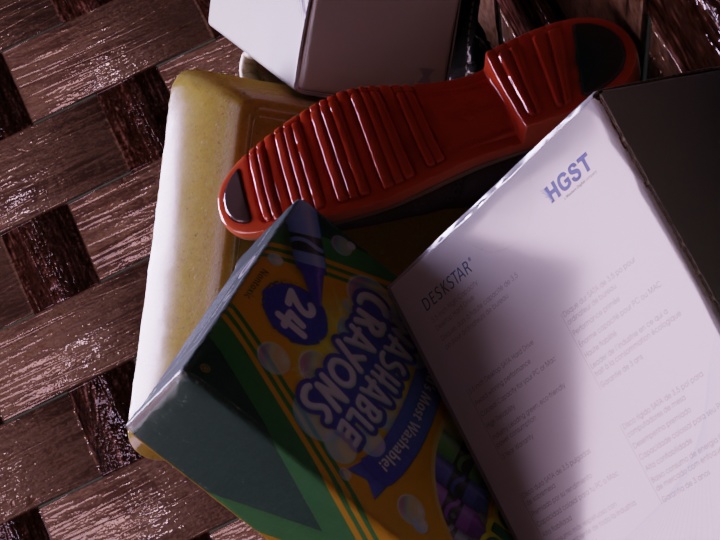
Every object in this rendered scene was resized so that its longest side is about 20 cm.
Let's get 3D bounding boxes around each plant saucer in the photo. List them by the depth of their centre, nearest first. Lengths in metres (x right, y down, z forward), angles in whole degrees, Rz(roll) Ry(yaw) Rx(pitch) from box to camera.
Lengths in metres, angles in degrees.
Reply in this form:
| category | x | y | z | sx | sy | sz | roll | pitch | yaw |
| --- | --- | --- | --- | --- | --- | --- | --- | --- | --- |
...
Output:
| category | x | y | z | sx | sy | sz | roll | pitch | yaw |
| --- | --- | --- | --- | --- | --- | --- | --- | --- | --- |
| plant saucer | 0.000 | 0.000 | 0.849 | 0.048 | 0.200 | 0.200 | 126 | 151 | -68 |

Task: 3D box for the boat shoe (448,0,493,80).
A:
| category | x | y | z | sx | sy | sz | roll | pitch | yaw |
| --- | --- | --- | --- | --- | --- | --- | --- | --- | --- |
| boat shoe | 0.044 | -0.117 | 0.965 | 0.075 | 0.062 | 0.200 | -112 | 31 | -55 |

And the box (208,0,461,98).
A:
| category | x | y | z | sx | sy | sz | roll | pitch | yaw |
| --- | --- | --- | --- | --- | --- | --- | --- | --- | --- |
| box | -0.019 | -0.141 | 0.939 | 0.200 | 0.082 | 0.068 | -138 | 55 | -65 |

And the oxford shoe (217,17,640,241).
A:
| category | x | y | z | sx | sy | sz | roll | pitch | yaw |
| --- | --- | --- | --- | --- | --- | --- | --- | --- | --- |
| oxford shoe | 0.035 | -0.046 | 0.806 | 0.073 | 0.200 | 0.071 | 66 | -171 | -52 |

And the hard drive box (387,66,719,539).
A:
| category | x | y | z | sx | sy | sz | roll | pitch | yaw |
| --- | --- | --- | --- | --- | --- | --- | --- | --- | --- |
| hard drive box | 0.116 | 0.049 | 0.681 | 0.156 | 0.077 | 0.200 | -43 | 68 | 48 |

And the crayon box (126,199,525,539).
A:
| category | x | y | z | sx | sy | sz | roll | pitch | yaw |
| --- | --- | --- | --- | --- | --- | --- | --- | --- | --- |
| crayon box | 0.017 | 0.077 | 0.741 | 0.200 | 0.052 | 0.126 | 40 | -140 | -8 |

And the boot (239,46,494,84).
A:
| category | x | y | z | sx | sy | sz | roll | pitch | yaw |
| --- | --- | --- | --- | --- | --- | --- | --- | --- | --- |
| boot | 0.015 | -0.104 | 1.061 | 0.200 | 0.107 | 0.075 | 20 | 108 | 45 |
